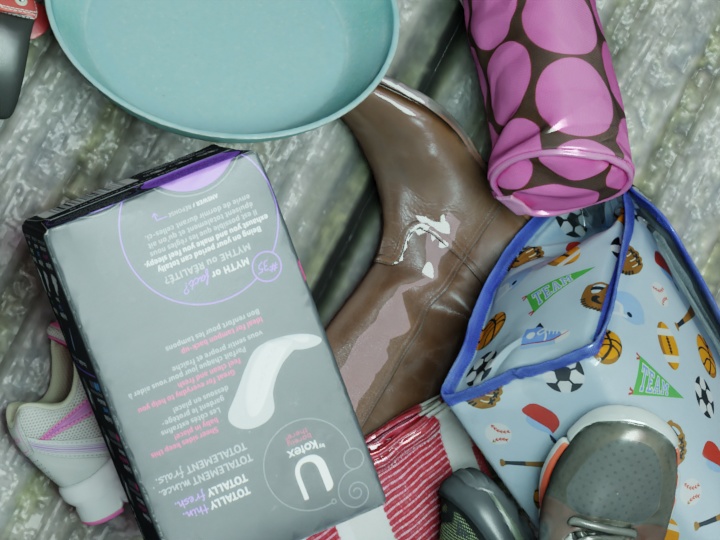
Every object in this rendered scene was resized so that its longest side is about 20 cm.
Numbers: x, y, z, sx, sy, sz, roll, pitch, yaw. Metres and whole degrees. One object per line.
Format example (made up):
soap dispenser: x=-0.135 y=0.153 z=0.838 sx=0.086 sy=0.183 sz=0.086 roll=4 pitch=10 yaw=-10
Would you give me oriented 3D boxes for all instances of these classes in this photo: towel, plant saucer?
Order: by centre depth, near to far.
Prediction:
plant saucer: x=-0.079 y=-0.139 z=1.492 sx=0.199 sy=0.036 sz=0.200 roll=7 pitch=51 yaw=-8
towel: x=-0.001 y=0.175 z=1.522 sx=0.200 sy=0.023 sz=0.144 roll=-32 pitch=120 yaw=-18

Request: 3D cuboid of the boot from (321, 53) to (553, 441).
boot: x=0.000 y=0.000 z=1.540 sx=0.186 sy=0.064 sz=0.200 roll=35 pitch=80 yaw=-16

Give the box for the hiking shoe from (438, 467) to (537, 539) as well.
hiking shoe: x=0.052 y=0.213 z=1.511 sx=0.100 sy=0.076 sz=0.201 roll=-13 pitch=108 yaw=-25

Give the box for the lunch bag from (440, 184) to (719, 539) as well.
lunch bag: x=0.152 y=0.055 z=1.523 sx=0.170 sy=0.124 sz=0.200 roll=58 pitch=31 yaw=-24

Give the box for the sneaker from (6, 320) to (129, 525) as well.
sneaker: x=-0.124 y=0.038 z=1.481 sx=0.088 sy=0.081 sz=0.200 roll=37 pitch=75 yaw=-15

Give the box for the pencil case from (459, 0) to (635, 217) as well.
pencil case: x=0.095 y=-0.128 z=1.529 sx=0.091 sy=0.093 sz=0.201 roll=36 pitch=39 yaw=-54

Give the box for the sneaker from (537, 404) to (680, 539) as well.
sneaker: x=0.120 y=0.168 z=1.421 sx=0.077 sy=0.082 sz=0.200 roll=17 pitch=115 yaw=-6

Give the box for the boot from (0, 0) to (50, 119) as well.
boot: x=-0.241 y=-0.181 z=1.461 sx=0.144 sy=0.072 sz=0.201 roll=-4 pitch=96 yaw=-20

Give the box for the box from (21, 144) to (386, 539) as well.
box: x=-0.084 y=0.047 z=1.401 sx=0.122 sy=0.106 sz=0.201 roll=-22 pitch=98 yaw=-11
